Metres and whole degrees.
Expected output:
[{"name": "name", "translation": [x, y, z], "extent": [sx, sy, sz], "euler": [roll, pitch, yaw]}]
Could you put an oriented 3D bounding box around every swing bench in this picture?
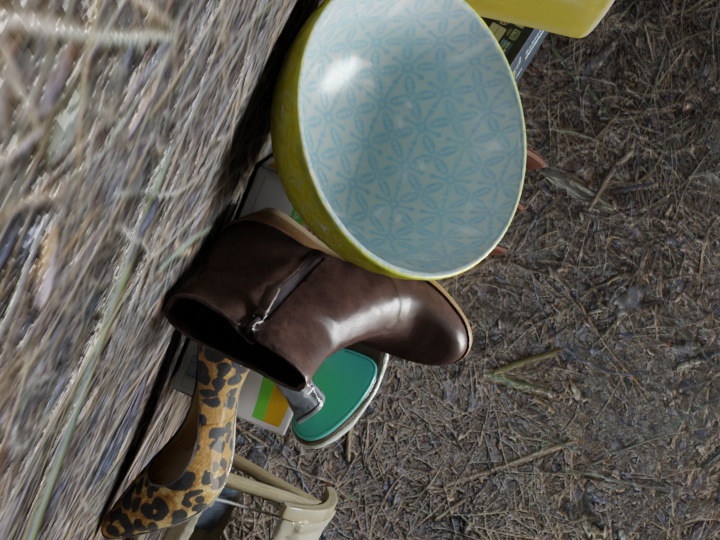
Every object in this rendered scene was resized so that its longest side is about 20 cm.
[{"name": "swing bench", "translation": [-0.151, 0.310, 0.931], "extent": [0.130, 0.199, 0.200], "euler": [-100, -146, -86]}]

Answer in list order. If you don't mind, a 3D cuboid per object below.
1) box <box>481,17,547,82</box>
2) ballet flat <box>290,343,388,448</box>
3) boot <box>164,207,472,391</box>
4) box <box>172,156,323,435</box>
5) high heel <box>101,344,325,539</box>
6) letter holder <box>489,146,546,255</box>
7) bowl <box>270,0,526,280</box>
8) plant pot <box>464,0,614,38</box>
[{"name": "box", "translation": [0.096, -0.251, 0.732], "extent": [0.201, 0.157, 0.051], "euler": [-56, 163, -12]}, {"name": "ballet flat", "translation": [0.001, 0.081, 0.804], "extent": [0.069, 0.069, 0.201], "euler": [121, -6, -72]}, {"name": "boot", "translation": [-0.019, 0.040, 0.573], "extent": [0.073, 0.199, 0.167], "euler": [-59, -177, 27]}, {"name": "box", "translation": [-0.066, 0.014, 0.716], "extent": [0.113, 0.101, 0.201], "euler": [-79, -167, -76]}, {"name": "high heel", "translation": [-0.138, 0.102, 0.627], "extent": [0.199, 0.143, 0.071], "euler": [-37, -148, -6]}, {"name": "letter holder", "translation": [0.108, -0.070, 0.874], "extent": [0.200, 0.141, 0.102], "euler": [5, 80, -61]}, {"name": "bowl", "translation": [0.010, -0.091, 0.593], "extent": [0.107, 0.200, 0.201], "euler": [-7, -126, 53]}, {"name": "plant pot", "translation": [0.105, -0.265, 0.615], "extent": [0.201, 0.188, 0.202], "euler": [-156, -90, -87]}]
